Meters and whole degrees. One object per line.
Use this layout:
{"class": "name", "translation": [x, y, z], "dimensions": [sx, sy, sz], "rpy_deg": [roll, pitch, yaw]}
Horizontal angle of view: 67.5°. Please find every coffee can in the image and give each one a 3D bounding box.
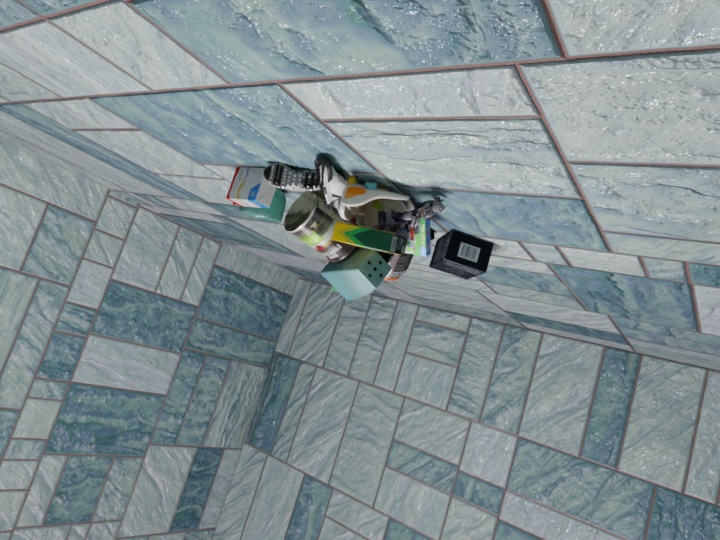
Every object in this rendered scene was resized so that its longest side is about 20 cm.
{"class": "coffee can", "translation": [-0.119, -0.135, 1.701], "dimensions": [0.200, 0.147, 0.146], "rpy_deg": [35, 163, -34]}

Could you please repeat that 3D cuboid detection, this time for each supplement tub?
{"class": "supplement tub", "translation": [0.119, -0.067, 1.808], "dimensions": [0.122, 0.123, 0.200], "rpy_deg": [18, 132, -1]}

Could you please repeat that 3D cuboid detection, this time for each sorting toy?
{"class": "sorting toy", "translation": [0.059, -0.195, 1.540], "dimensions": [0.180, 0.107, 0.200], "rpy_deg": [7, 168, 15]}

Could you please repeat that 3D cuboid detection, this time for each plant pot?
{"class": "plant pot", "translation": [0.000, 0.000, 1.742], "dimensions": [0.141, 0.141, 0.200], "rpy_deg": [47, 157, -18]}

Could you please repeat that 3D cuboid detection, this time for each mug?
{"class": "mug", "translation": [-0.351, -0.246, 1.898], "dimensions": [0.185, 0.115, 0.152], "rpy_deg": [16, -179, 30]}

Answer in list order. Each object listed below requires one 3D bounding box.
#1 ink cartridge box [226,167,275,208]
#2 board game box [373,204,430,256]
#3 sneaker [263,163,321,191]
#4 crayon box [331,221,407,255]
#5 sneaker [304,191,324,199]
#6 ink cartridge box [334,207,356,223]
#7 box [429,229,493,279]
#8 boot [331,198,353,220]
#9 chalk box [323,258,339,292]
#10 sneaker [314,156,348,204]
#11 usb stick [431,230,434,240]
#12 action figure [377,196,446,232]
{"class": "ink cartridge box", "translation": [-0.368, -0.275, 1.780], "dimensions": [0.200, 0.116, 0.067], "rpy_deg": [9, 168, 40]}
{"class": "board game box", "translation": [0.119, -0.132, 1.658], "dimensions": [0.200, 0.152, 0.037], "rpy_deg": [12, -150, 33]}
{"class": "sneaker", "translation": [-0.200, -0.274, 1.634], "dimensions": [0.200, 0.075, 0.081], "rpy_deg": [15, 180, 16]}
{"class": "crayon box", "translation": [0.031, -0.091, 1.565], "dimensions": [0.172, 0.058, 0.200], "rpy_deg": [12, -178, 16]}
{"class": "sneaker", "translation": [-0.161, -0.200, 1.777], "dimensions": [0.076, 0.076, 0.200], "rpy_deg": [15, 144, -9]}
{"class": "ink cartridge box", "translation": [-0.077, -0.181, 1.896], "dimensions": [0.200, 0.085, 0.145], "rpy_deg": [13, 170, 22]}
{"class": "box", "translation": [0.338, -0.050, 1.826], "dimensions": [0.148, 0.107, 0.200], "rpy_deg": [18, 170, -5]}
{"class": "boot", "translation": [-0.058, -0.202, 1.646], "dimensions": [0.090, 0.073, 0.200], "rpy_deg": [19, -170, 11]}
{"class": "chalk box", "translation": [-0.045, -0.020, 1.903], "dimensions": [0.125, 0.200, 0.124], "rpy_deg": [18, 172, -24]}
{"class": "sneaker", "translation": [-0.078, -0.263, 1.509], "dimensions": [0.080, 0.074, 0.200], "rpy_deg": [-20, 161, -4]}
{"class": "usb stick", "translation": [0.164, -0.136, 1.872], "dimensions": [0.200, 0.033, 0.055], "rpy_deg": [12, 170, 34]}
{"class": "action figure", "translation": [0.150, -0.152, 1.471], "dimensions": [0.200, 0.070, 0.130], "rpy_deg": [-11, -176, 39]}
